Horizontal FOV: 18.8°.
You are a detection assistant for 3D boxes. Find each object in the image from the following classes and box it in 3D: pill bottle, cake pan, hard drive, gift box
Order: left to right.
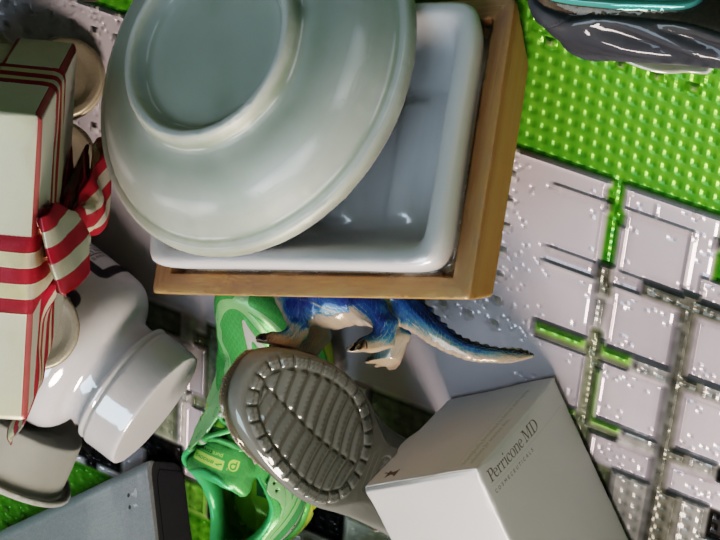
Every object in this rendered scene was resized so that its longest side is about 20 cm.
[{"bbox_3d":[-0.230,-0.020,1.157,0.185,0.185,0.201,4,113,-2],"label":"gift box"},{"bbox_3d":[-0.257,0.075,1.375,0.200,0.200,0.037,37,95,10],"label":"cake pan"},{"bbox_3d":[-0.202,0.026,1.343,0.200,0.111,0.112,37,131,10],"label":"pill bottle"},{"bbox_3d":[-0.184,0.223,1.455,0.199,0.033,0.140,-27,64,41],"label":"hard drive"}]

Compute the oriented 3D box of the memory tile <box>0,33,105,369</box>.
[{"bbox_3d":[-0.232,-0.044,1.291,0.152,0.017,0.202,4,84,7],"label":"memory tile"}]

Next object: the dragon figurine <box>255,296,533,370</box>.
[{"bbox_3d":[0.000,0.000,1.213,0.199,0.059,0.100,5,80,27],"label":"dragon figurine"}]

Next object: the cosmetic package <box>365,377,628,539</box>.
[{"bbox_3d":[0.096,0.176,1.238,0.084,0.108,0.201,-13,110,38],"label":"cosmetic package"}]

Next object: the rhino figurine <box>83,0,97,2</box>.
[{"bbox_3d":[-0.211,-0.233,1.231,0.087,0.060,0.200,-30,99,44],"label":"rhino figurine"}]

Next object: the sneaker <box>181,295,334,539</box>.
[{"bbox_3d":[-0.063,0.093,1.308,0.074,0.084,0.201,15,123,26],"label":"sneaker"}]

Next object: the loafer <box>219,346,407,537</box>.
[{"bbox_3d":[-0.024,0.103,1.251,0.069,0.076,0.200,12,159,42],"label":"loafer"}]

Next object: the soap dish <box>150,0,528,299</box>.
[{"bbox_3d":[-0.008,-0.058,1.145,0.199,0.081,0.158,1,75,33],"label":"soap dish"}]

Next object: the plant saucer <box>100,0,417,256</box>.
[{"bbox_3d":[-0.067,-0.109,1.120,0.199,0.050,0.202,-12,67,31],"label":"plant saucer"}]

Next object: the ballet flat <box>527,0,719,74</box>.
[{"bbox_3d":[0.178,-0.120,1.042,0.199,0.073,0.073,8,121,23],"label":"ballet flat"}]
